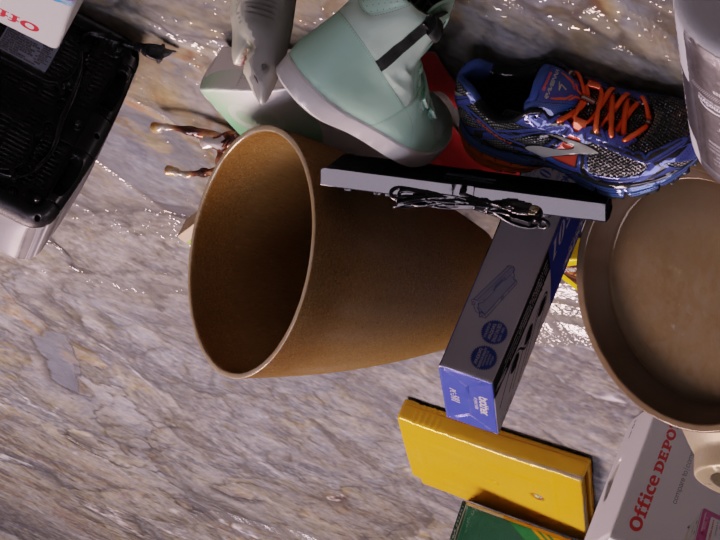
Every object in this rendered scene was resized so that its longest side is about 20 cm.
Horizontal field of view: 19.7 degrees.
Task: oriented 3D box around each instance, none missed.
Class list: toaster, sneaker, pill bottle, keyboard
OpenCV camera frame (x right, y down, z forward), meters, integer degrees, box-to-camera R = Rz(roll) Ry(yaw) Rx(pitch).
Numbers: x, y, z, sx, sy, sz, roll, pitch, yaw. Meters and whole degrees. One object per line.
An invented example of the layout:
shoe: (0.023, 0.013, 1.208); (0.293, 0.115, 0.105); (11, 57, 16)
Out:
toaster: (-0.278, -0.126, 1.625); (0.200, 0.181, 0.119); (27, 160, -5)
sneaker: (0.144, -0.102, 1.406); (0.200, 0.075, 0.078); (7, 149, 32)
pill bottle: (0.246, -0.112, 1.239); (0.106, 0.106, 0.200); (15, 156, 20)
keyboard: (0.071, -0.052, 1.420); (0.199, 0.021, 0.127); (7, -168, 10)
sneaker: (0.039, -0.140, 1.407); (0.074, 0.118, 0.200); (54, -162, 23)

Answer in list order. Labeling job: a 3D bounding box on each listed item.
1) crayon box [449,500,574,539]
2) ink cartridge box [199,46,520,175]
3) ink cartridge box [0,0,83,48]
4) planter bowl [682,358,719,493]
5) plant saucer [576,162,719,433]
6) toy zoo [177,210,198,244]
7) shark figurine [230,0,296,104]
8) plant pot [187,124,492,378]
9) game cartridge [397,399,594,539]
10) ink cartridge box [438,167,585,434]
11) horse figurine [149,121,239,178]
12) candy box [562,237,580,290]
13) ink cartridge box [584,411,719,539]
crayon box: (0.196, 0.300, 2.193); (0.199, 0.052, 0.126); (19, 175, 3)
ink cartridge box: (0.000, -0.104, 1.570); (0.200, 0.050, 0.161); (8, 153, 36)
ink cartridge box: (-0.212, -0.263, 1.302); (0.145, 0.145, 0.200); (27, 157, -8)
planter bowl: (0.320, 0.104, 1.556); (0.200, 0.135, 0.200); (14, 163, 4)
plant saucer: (0.239, 0.016, 1.480); (0.200, 0.201, 0.029); (-1, -170, 45)
toy zoo: (-0.040, -0.001, 1.711); (0.200, 0.020, 0.131); (34, 150, -16)
shark figurine: (-0.050, -0.229, 1.344); (0.089, 0.128, 0.215); (-3, 136, -1)
plant pot: (0.000, 0.000, 1.566); (0.200, 0.187, 0.186); (10, 166, -31)
game cartridge: (0.142, 0.204, 2.127); (0.200, 0.032, 0.176); (19, 157, 16)
ink cartridge box: (0.115, 0.009, 1.505); (0.044, 0.200, 0.094); (18, 157, 15)
horse figurine: (-0.090, -0.068, 1.728); (0.132, 0.050, 0.200); (5, 151, 39)
candy box: (0.245, 0.003, 1.594); (0.102, 0.026, 0.200); (34, 156, -32)
ink cartridge box: (0.318, 0.225, 1.848); (0.200, 0.145, 0.085); (24, 157, -1)
